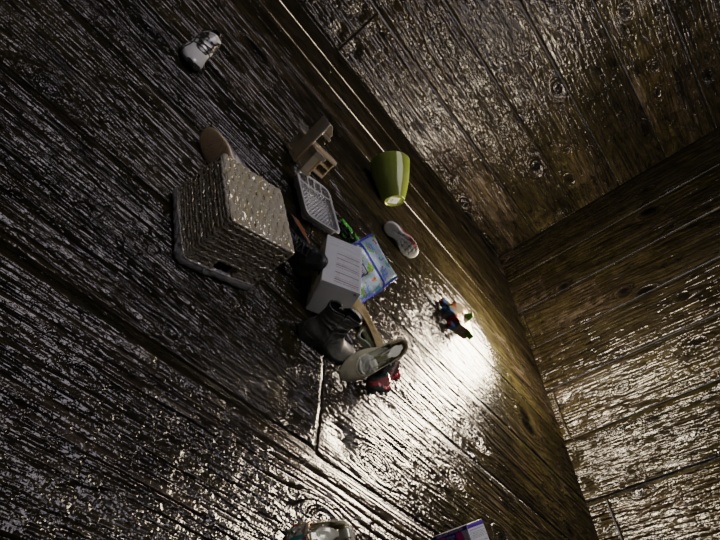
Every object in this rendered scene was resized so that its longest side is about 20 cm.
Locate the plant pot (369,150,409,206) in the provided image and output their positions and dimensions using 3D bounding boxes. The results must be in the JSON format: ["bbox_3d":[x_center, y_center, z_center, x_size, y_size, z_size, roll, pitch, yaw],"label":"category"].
[{"bbox_3d":[0.141,-0.399,2.297,0.187,0.186,0.202,26,53,-51],"label":"plant pot"}]

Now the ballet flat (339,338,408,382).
[{"bbox_3d":[0.040,0.222,1.281,0.199,0.069,0.070,-22,78,-29],"label":"ballet flat"}]

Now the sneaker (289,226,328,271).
[{"bbox_3d":[-0.176,-0.070,1.268,0.199,0.060,0.104,26,-19,28],"label":"sneaker"}]

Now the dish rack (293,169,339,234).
[{"bbox_3d":[-0.146,-0.209,1.612,0.171,0.043,0.201,31,35,-49],"label":"dish rack"}]

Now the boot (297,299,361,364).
[{"bbox_3d":[-0.045,0.154,1.239,0.200,0.130,0.068,38,30,-39],"label":"boot"}]

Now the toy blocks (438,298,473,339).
[{"bbox_3d":[0.397,0.194,2.157,0.136,0.100,0.201,33,30,-23],"label":"toy blocks"}]

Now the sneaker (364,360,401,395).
[{"bbox_3d":[0.058,0.265,1.355,0.200,0.070,0.099,-21,108,-68],"label":"sneaker"}]

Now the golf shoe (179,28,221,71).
[{"bbox_3d":[-0.458,-0.651,1.479,0.078,0.094,0.201,43,28,-33],"label":"golf shoe"}]

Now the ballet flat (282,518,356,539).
[{"bbox_3d":[-0.054,0.475,0.900,0.200,0.064,0.076,27,36,-51],"label":"ballet flat"}]

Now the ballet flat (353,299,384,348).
[{"bbox_3d":[0.003,0.156,1.425,0.201,0.068,0.063,56,37,0],"label":"ballet flat"}]

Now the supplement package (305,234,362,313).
[{"bbox_3d":[-0.067,0.019,1.351,0.109,0.114,0.201,21,34,-14],"label":"supplement package"}]

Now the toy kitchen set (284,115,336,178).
[{"bbox_3d":[-0.115,-0.386,1.682,0.180,0.163,0.200,37,15,-40],"label":"toy kitchen set"}]

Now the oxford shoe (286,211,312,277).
[{"bbox_3d":[-0.158,-0.067,1.376,0.071,0.071,0.201,30,34,-57],"label":"oxford shoe"}]

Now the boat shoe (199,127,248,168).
[{"bbox_3d":[-0.331,-0.267,1.286,0.201,0.072,0.065,54,11,-3],"label":"boat shoe"}]

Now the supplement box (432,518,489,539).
[{"bbox_3d":[0.265,0.711,1.197,0.103,0.101,0.201,23,40,-53],"label":"supplement box"}]

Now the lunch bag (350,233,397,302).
[{"bbox_3d":[0.000,0.000,1.554,0.200,0.127,0.171,-31,91,-51],"label":"lunch bag"}]

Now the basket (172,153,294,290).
[{"bbox_3d":[-0.268,-0.098,1.077,0.198,0.160,0.201,30,37,-49],"label":"basket"}]

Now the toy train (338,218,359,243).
[{"bbox_3d":[-0.015,-0.094,1.738,0.200,0.042,0.056,51,13,-16],"label":"toy train"}]

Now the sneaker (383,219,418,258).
[{"bbox_3d":[0.175,-0.142,2.139,0.200,0.077,0.082,50,18,-20],"label":"sneaker"}]
